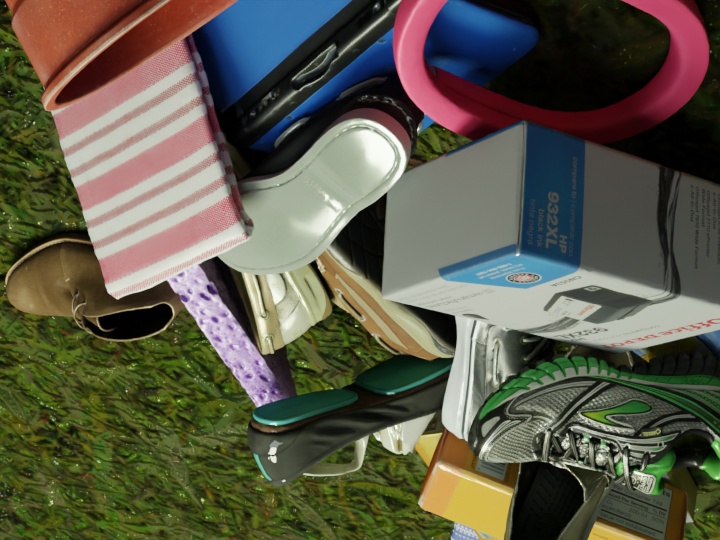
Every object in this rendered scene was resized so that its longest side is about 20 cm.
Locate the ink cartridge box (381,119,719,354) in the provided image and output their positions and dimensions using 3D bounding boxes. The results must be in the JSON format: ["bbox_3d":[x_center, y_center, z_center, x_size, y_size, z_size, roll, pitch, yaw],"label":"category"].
[{"bbox_3d":[0.134,-0.013,0.912,0.198,0.085,0.145,14,161,-30],"label":"ink cartridge box"}]

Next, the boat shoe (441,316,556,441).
[{"bbox_3d":[0.110,0.046,1.048,0.070,0.072,0.202,26,131,27],"label":"boat shoe"}]

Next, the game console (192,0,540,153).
[{"bbox_3d":[-0.013,-0.169,0.942,0.169,0.120,0.199,11,150,-38],"label":"game console"}]

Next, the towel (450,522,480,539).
[{"bbox_3d":[0.147,0.301,1.359,0.143,0.024,0.201,17,136,10],"label":"towel"}]

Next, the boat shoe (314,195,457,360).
[{"bbox_3d":[0.000,0.000,1.070,0.073,0.076,0.200,-19,123,41],"label":"boat shoe"}]

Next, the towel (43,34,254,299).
[{"bbox_3d":[-0.146,-0.095,0.982,0.145,0.030,0.202,-20,86,41],"label":"towel"}]

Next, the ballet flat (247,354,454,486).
[{"bbox_3d":[0.003,0.112,1.112,0.068,0.198,0.069,24,127,58],"label":"ballet flat"}]

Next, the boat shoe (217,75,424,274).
[{"bbox_3d":[-0.028,-0.059,0.952,0.199,0.061,0.076,-26,115,42],"label":"boat shoe"}]

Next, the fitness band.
[{"bbox_3d":[0.113,-0.133,0.863,0.198,0.038,0.144,17,131,-26],"label":"fitness band"}]

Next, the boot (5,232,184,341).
[{"bbox_3d":[-0.221,0.018,1.184,0.198,0.076,0.074,-6,133,30],"label":"boot"}]

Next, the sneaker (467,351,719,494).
[{"bbox_3d":[0.169,0.107,0.986,0.197,0.086,0.078,-4,144,-10],"label":"sneaker"}]

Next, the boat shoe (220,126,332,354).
[{"bbox_3d":[-0.095,-0.035,1.046,0.202,0.063,0.073,59,169,-19],"label":"boat shoe"}]

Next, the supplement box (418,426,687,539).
[{"bbox_3d":[0.150,0.179,1.135,0.198,0.069,0.067,23,137,3],"label":"supplement box"}]

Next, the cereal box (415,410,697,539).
[{"bbox_3d":[0.157,0.158,1.188,0.198,0.040,0.144,-12,127,33],"label":"cereal box"}]

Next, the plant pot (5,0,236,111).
[{"bbox_3d":[-0.145,-0.227,0.803,0.200,0.201,0.196,-29,97,41],"label":"plant pot"}]

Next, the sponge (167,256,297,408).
[{"bbox_3d":[-0.105,0.019,1.108,0.030,0.112,0.201,-26,124,7],"label":"sponge"}]

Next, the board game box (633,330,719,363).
[{"bbox_3d":[0.277,0.017,0.995,0.135,0.035,0.200,33,137,-11],"label":"board game box"}]

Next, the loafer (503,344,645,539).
[{"bbox_3d":[0.156,0.135,1.056,0.074,0.202,0.070,16,172,18],"label":"loafer"}]
